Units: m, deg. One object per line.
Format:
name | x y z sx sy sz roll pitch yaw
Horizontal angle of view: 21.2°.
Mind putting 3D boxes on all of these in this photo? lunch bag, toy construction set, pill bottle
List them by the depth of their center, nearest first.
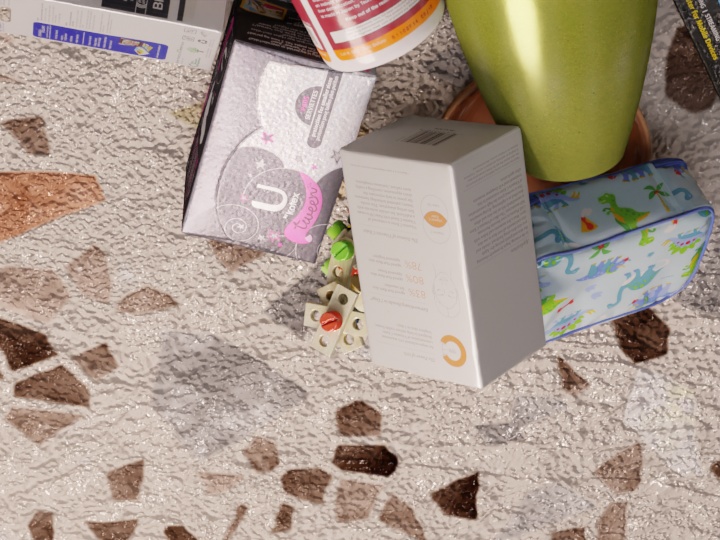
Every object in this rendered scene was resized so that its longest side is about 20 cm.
pill bottle | -0.020 -0.269 1.538 0.113 0.113 0.200 -22 120 13
lunch bag | 0.208 -0.013 1.723 0.199 0.083 0.161 -18 147 -15
toy construction set | 0.000 0.000 1.736 0.092 0.200 0.131 41 109 0

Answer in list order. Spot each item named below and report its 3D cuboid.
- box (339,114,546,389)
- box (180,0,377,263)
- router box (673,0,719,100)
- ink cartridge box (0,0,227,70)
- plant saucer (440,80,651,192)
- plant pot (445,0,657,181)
box | 0.071 -0.018 1.619 0.124 0.097 0.201 11 119 40
box | -0.072 -0.126 1.683 0.132 0.115 0.201 13 124 -10
router box | 0.370 -0.206 1.677 0.149 0.051 0.200 -25 121 13
ink cartridge box | -0.216 -0.218 1.631 0.199 0.039 0.099 9 166 -10
plant saucer | 0.163 -0.109 1.749 0.199 0.038 0.201 -1 125 -1
plant pot | 0.165 -0.184 1.601 0.186 0.187 0.201 -8 122 4
